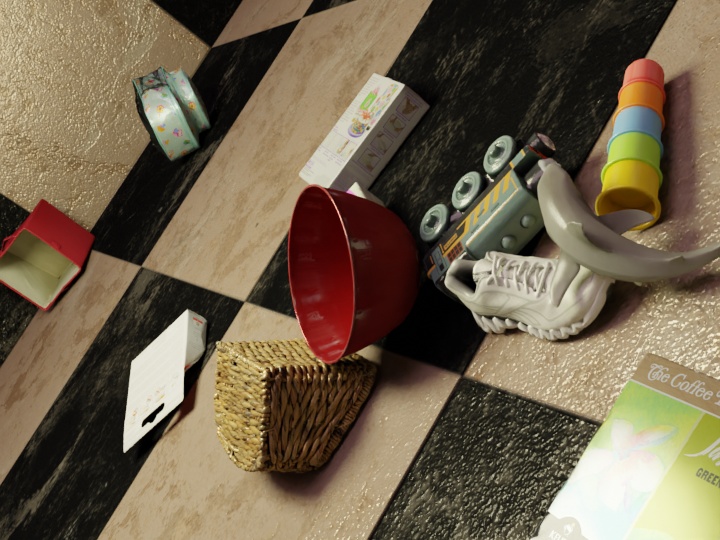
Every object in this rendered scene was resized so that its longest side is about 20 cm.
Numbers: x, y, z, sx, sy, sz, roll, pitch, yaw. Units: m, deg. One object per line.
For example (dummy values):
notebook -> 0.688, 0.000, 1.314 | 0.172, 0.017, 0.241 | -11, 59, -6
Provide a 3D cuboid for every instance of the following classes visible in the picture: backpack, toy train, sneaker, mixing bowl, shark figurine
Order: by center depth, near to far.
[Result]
shark figurine -> 0.221, -0.028, 0.888 | 0.213, 0.089, 0.129 | 15, 77, 38
sneaker -> 0.156, 0.018, 1.010 | 0.199, 0.081, 0.075 | -8, 49, 56
toy train -> 0.143, -0.054, 1.128 | 0.200, 0.085, 0.114 | -47, 33, 22
mixing bowl -> 0.000, 0.000, 1.196 | 0.200, 0.108, 0.202 | 175, 90, -66
backpack -> -0.435, -0.361, 2.448 | 0.152, 0.176, 0.201 | -19, 43, 2

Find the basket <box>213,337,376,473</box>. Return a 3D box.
basket -> -0.081, 0.165, 1.269 | 0.200, 0.148, 0.144 | -166, 77, -64

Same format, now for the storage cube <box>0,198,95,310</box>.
storage cube -> -0.816, -0.044, 2.703 | 0.171, 0.200, 0.180 | -45, 20, 20

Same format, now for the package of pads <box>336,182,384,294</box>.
package of pads -> -0.018, -0.012, 1.373 | 0.155, 0.068, 0.200 | -49, 24, 11

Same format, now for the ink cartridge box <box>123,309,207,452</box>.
ink cartridge box -> -0.313, 0.183, 1.697 | 0.162, 0.050, 0.201 | -41, 36, 26

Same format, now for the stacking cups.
stacking cups -> 0.274, -0.131, 1.025 | 0.060, 0.060, 0.201 | -27, 33, 45

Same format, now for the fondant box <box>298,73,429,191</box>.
fondant box -> 0.002, -0.194, 1.585 | 0.201, 0.058, 0.144 | -54, 24, 3

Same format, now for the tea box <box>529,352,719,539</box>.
tea box -> 0.218, 0.183, 0.619 | 0.197, 0.133, 0.200 | -56, 24, -5
